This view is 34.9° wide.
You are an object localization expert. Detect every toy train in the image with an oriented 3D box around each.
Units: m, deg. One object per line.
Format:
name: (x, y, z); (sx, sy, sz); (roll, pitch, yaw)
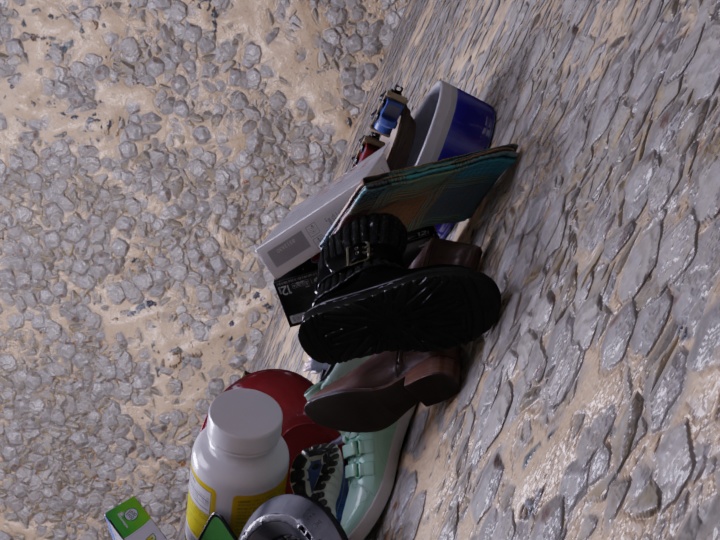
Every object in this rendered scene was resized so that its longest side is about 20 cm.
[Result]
toy train: (0.009, -0.147, 1.474); (0.046, 0.034, 0.202); (-87, 21, -59)

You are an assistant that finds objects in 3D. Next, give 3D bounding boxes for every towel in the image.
towel: (0.063, -0.075, 1.236); (0.022, 0.197, 0.147); (64, 150, 18)

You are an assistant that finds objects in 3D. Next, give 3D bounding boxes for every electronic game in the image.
electronic game: (-0.068, 0.323, 1.126); (0.198, 0.041, 0.204); (-12, 73, 47)

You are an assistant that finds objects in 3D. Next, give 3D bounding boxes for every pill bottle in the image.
pill bottle: (-0.137, 0.236, 1.279); (0.112, 0.109, 0.203); (-79, -1, -57)

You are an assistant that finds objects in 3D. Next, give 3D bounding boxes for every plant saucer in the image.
plant saucer: (0.027, -0.123, 1.511); (0.200, 0.029, 0.203); (-157, 89, -81)

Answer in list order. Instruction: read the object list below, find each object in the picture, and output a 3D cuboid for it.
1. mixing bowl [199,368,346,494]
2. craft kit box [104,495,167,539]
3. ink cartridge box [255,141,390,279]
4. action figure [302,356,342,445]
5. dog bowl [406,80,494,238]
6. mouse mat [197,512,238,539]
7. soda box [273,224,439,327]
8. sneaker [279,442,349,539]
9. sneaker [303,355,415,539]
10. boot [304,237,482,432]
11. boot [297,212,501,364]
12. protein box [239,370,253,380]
mixing bowl: (-0.091, 0.229, 1.418); (0.108, 0.198, 0.203); (6, 71, 59)
craft kit box: (-0.203, 0.382, 1.274); (0.048, 0.197, 0.202); (-27, -41, -22)
ink cartridge box: (-0.030, -0.074, 1.361); (0.160, 0.050, 0.200); (-32, 8, 17)
action figure: (0.010, 0.136, 1.345); (0.202, 0.146, 0.135); (-104, 5, -46)
dog bowl: (0.095, -0.135, 1.471); (0.200, 0.078, 0.203); (-156, 89, -82)
mouse mat: (-0.125, 0.378, 1.240); (0.007, 0.200, 0.162); (-21, -29, -42)
soda box: (0.000, 0.000, 1.353); (0.071, 0.197, 0.064); (-85, -23, -64)
sneaker: (-0.041, 0.286, 1.241); (0.077, 0.090, 0.201); (-12, 35, 22)
sneaker: (-0.017, 0.181, 1.209); (0.074, 0.117, 0.203); (136, 154, -66)
boot: (0.037, 0.060, 1.183); (0.184, 0.064, 0.202); (-17, 40, 27)
boot: (0.041, 0.005, 1.126); (0.159, 0.208, 0.080); (-70, -34, -54)
protein box: (-0.132, 0.263, 1.593); (0.200, 0.133, 0.201); (104, -172, -80)
